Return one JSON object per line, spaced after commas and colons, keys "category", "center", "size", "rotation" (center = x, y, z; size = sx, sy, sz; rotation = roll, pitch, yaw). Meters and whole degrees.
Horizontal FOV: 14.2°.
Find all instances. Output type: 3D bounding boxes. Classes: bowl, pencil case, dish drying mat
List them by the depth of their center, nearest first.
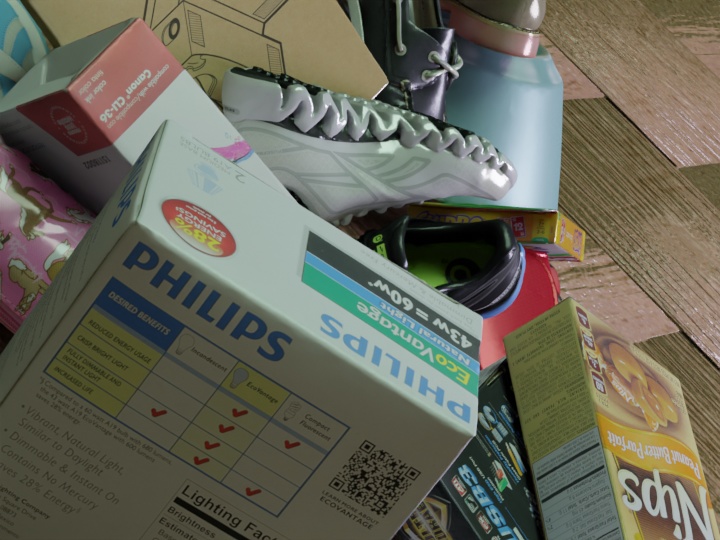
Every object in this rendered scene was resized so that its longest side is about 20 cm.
{"category": "pencil case", "center": [-0.159, 0.010, 1.556], "size": [0.200, 0.083, 0.087], "rotation": [41, 8, 7]}
{"category": "dish drying mat", "center": [0.102, 0.076, 1.766], "size": [0.077, 0.018, 0.200], "rotation": [8, 63, -35]}
{"category": "bowl", "center": [0.059, -0.121, 1.986], "size": [0.201, 0.105, 0.201], "rotation": [19, 15, -5]}

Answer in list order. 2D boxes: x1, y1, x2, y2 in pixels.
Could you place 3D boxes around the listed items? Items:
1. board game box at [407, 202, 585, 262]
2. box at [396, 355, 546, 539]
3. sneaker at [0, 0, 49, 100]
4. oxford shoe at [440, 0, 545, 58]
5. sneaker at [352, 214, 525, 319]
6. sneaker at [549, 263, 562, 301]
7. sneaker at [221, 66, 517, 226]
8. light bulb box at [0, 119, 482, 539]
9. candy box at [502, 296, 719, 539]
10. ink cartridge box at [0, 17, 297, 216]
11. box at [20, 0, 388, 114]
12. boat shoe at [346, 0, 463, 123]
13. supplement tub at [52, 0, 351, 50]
{"category": "board game box", "center": [0.090, -0.025, 1.883], "size": [0.095, 0.030, 0.200], "rotation": [3, -6, 10]}
{"category": "box", "center": [0.102, 0.161, 1.623], "size": [0.200, 0.050, 0.198], "rotation": [55, 25, -3]}
{"category": "sneaker", "center": [-0.227, -0.108, 1.682], "size": [0.081, 0.077, 0.200], "rotation": [5, 36, -40]}
{"category": "oxford shoe", "center": [0.080, -0.203, 1.953], "size": [0.071, 0.074, 0.200], "rotation": [10, 17, -27]}
{"category": "sneaker", "center": [0.000, 0.000, 1.712], "size": [0.199, 0.083, 0.071], "rotation": [-9, 62, -9]}
{"category": "sneaker", "center": [0.073, 0.048, 1.815], "size": [0.200, 0.071, 0.098], "rotation": [-8, 60, -49]}
{"category": "sneaker", "center": [0.000, -0.063, 1.704], "size": [0.200, 0.081, 0.075], "rotation": [12, 5, -29]}
{"category": "light bulb box", "center": [-0.074, 0.071, 1.420], "size": [0.198, 0.200, 0.125], "rotation": [33, 25, -12]}
{"category": "candy box", "center": [0.148, 0.126, 1.629], "size": [0.115, 0.055, 0.200], "rotation": [35, 32, -40]}
{"category": "ink cartridge box", "center": [-0.104, -0.035, 1.594], "size": [0.200, 0.116, 0.068], "rotation": [50, 62, -16]}
{"category": "box", "center": [-0.088, -0.133, 1.683], "size": [0.021, 0.164, 0.200], "rotation": [9, -40, 53]}
{"category": "boat shoe", "center": [0.032, -0.146, 1.831], "size": [0.074, 0.060, 0.200], "rotation": [15, 60, -67]}
{"category": "supplement tub", "center": [-0.087, -0.126, 1.820], "size": [0.140, 0.140, 0.200], "rotation": [46, 25, 17]}
